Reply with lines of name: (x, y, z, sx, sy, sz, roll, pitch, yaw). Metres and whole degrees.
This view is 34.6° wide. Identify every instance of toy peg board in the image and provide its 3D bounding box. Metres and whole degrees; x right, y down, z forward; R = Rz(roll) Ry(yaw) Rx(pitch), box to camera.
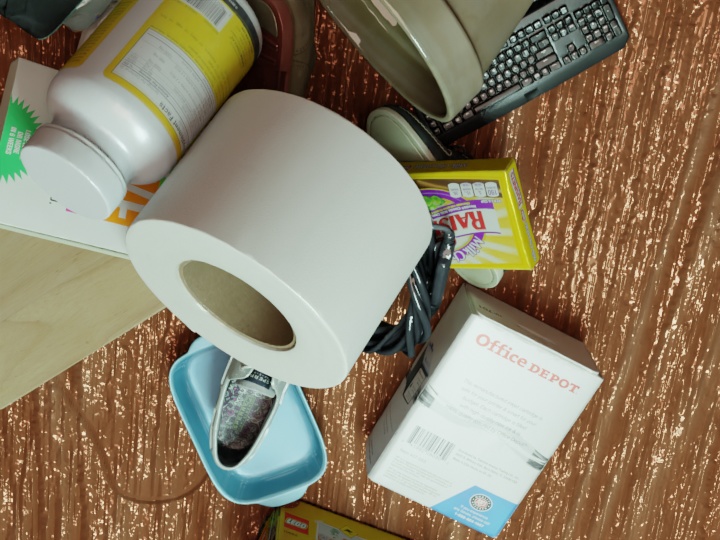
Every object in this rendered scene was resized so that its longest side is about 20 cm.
toy peg board: (-0.291, -0.013, 1.066, 0.200, 0.098, 0.199, -31, 92, 9)

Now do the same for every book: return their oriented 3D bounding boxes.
book: (-0.206, -0.081, 0.964, 0.200, 0.048, 0.134, 14, 82, -30)

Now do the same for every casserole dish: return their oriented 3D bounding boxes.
casserole dish: (-0.109, 0.141, 1.144, 0.121, 0.039, 0.200, -20, 109, 6)

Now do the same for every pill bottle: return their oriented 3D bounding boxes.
pill bottle: (-0.171, -0.139, 0.900, 0.112, 0.112, 0.200, 40, 63, -15)

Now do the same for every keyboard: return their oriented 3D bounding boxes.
keyboard: (0.133, -0.193, 1.023, 0.200, 0.040, 0.104, -29, 109, 8)

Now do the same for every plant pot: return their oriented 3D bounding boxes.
plant pot: (0.068, -0.252, 0.936, 0.174, 0.200, 0.200, -43, 106, -4)

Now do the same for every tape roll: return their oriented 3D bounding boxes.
tape roll: (-0.062, -0.023, 0.904, 0.203, 0.203, 0.139, 40, 65, -14)

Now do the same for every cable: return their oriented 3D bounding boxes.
cable: (0.000, 0.000, 1.044, 0.163, 0.051, 0.200, 24, 137, 13)

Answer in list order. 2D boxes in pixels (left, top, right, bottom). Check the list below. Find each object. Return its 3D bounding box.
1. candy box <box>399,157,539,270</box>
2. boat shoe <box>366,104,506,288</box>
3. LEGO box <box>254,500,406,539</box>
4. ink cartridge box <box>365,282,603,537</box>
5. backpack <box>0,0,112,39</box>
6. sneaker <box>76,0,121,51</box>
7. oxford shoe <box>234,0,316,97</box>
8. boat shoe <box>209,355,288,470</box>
candy box: (0.053, -0.048, 1.024, 0.200, 0.026, 0.102, 1, 128, 32)
boat shoe: (0.081, -0.079, 1.054, 0.199, 0.074, 0.066, 51, 60, -15)
LEGO box: (-0.009, 0.322, 1.154, 0.200, 0.149, 0.077, 22, 109, -8)
ink cartridge box: (0.116, 0.136, 1.121, 0.146, 0.086, 0.200, 27, 106, -11)
backpack: (-0.251, -0.301, 0.907, 0.176, 0.153, 0.200, -43, 69, 15)
sneaker: (-0.199, -0.218, 0.981, 0.075, 0.089, 0.200, 21, 108, -7)
oxford shoe: (-0.068, -0.156, 1.018, 0.070, 0.075, 0.200, 32, 132, 23)
boat shoe: (-0.091, 0.096, 1.069, 0.070, 0.072, 0.201, 18, 108, -9)
